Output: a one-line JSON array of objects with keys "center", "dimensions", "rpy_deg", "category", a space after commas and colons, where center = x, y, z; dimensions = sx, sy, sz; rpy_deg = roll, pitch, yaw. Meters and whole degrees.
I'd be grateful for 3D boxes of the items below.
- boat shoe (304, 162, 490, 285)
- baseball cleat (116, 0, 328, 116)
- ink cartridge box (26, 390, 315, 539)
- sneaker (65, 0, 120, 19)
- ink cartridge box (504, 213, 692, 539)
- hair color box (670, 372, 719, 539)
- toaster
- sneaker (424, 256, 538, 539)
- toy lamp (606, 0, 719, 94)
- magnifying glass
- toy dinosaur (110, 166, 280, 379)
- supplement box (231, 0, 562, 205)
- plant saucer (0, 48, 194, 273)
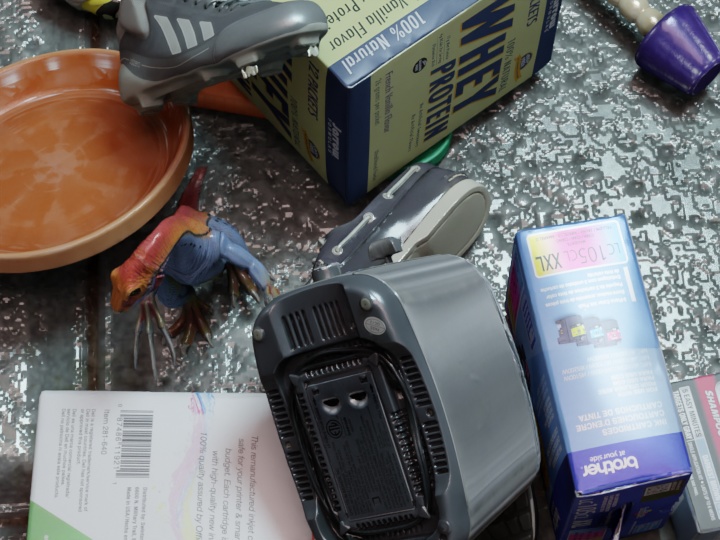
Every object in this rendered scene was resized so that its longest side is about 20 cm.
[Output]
[{"center": [0.000, 0.000, 1.082], "dimensions": [0.200, 0.073, 0.063], "rpy_deg": [-41, 54, -19], "category": "boat shoe"}, {"center": [-0.099, -0.160, 1.008], "dimensions": [0.069, 0.199, 0.108], "rpy_deg": [-10, 89, -43], "category": "baseball cleat"}, {"center": [-0.100, 0.156, 0.997], "dimensions": [0.197, 0.084, 0.146], "rpy_deg": [1, 67, -1], "category": "ink cartridge box"}, {"center": [-0.150, -0.266, 1.188], "dimensions": [0.076, 0.075, 0.201], "rpy_deg": [37, 82, 6], "category": "sneaker"}, {"center": [0.147, 0.086, 1.002], "dimensions": [0.075, 0.137, 0.202], "rpy_deg": [-11, 67, -2], "category": "ink cartridge box"}, {"center": [0.291, 0.108, 1.036], "dimensions": [0.198, 0.061, 0.100], "rpy_deg": [-11, 67, -6], "category": "hair color box"}, {"center": [0.029, 0.084, 0.933], "dimensions": [0.113, 0.129, 0.202], "rpy_deg": [-17, 93, 35], "category": "toaster"}, {"center": [0.075, 0.084, 1.036], "dimensions": [0.075, 0.087, 0.202], "rpy_deg": [-23, 89, 35], "category": "sneaker"}, {"center": [0.182, -0.206, 1.169], "dimensions": [0.058, 0.058, 0.200], "rpy_deg": [-39, 73, -16], "category": "toy lamp"}, {"center": [-0.032, -0.113, 1.148], "dimensions": [0.198, 0.022, 0.080], "rpy_deg": [11, 67, 2], "category": "magnifying glass"}, {"center": [-0.120, -0.007, 1.009], "dimensions": [0.104, 0.182, 0.201], "rpy_deg": [-31, 63, -3], "category": "toy dinosaur"}, {"center": [0.004, -0.197, 1.105], "dimensions": [0.199, 0.135, 0.200], "rpy_deg": [-35, 67, -19], "category": "supplement box"}, {"center": [-0.208, -0.073, 1.091], "dimensions": [0.198, 0.032, 0.202], "rpy_deg": [-6, 48, 7], "category": "plant saucer"}]
